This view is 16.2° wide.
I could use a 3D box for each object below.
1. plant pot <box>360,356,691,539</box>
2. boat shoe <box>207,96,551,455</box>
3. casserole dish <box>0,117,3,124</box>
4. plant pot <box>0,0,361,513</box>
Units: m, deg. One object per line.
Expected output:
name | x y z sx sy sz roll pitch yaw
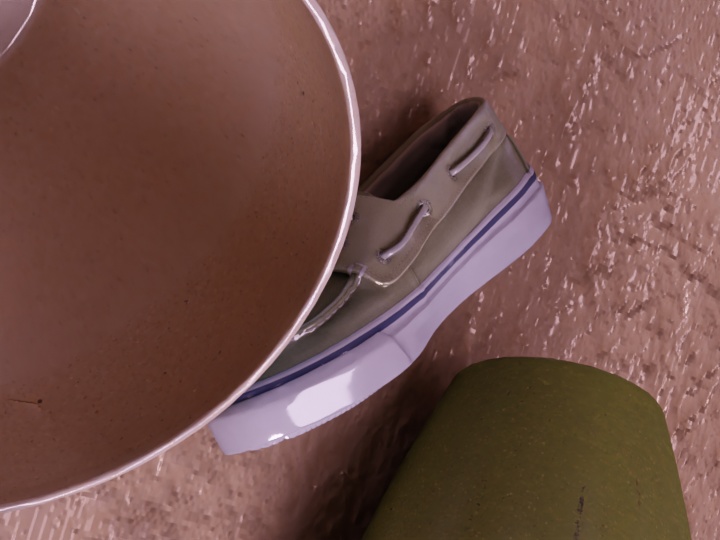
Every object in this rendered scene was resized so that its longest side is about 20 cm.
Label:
plant pot | 0.067 0.145 1.032 0.187 0.186 0.201 46 50 -51
boat shoe | 0.000 0.000 0.976 0.200 0.072 0.062 -41 109 -44
casserole dish | -0.091 -0.017 0.853 0.200 0.039 0.122 -33 128 -43
plant pot | -0.115 -0.051 0.694 0.199 0.135 0.201 -12 130 -15
